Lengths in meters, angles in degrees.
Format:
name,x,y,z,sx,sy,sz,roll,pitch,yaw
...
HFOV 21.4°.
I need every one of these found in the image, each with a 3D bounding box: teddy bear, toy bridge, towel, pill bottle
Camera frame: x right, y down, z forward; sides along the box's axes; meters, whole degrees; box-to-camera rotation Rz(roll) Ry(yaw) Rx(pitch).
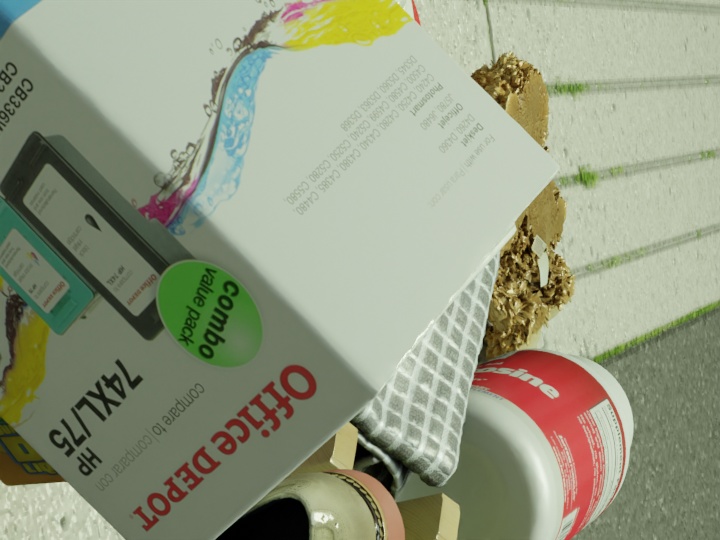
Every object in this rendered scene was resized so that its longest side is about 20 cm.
name,x,y,z,sx,sy,sz,roll,pitch,yaw
teddy bear,0.086,-0.033,1.192,0.146,0.066,0.201,-62,144,-36
toy bridge,-0.032,0.087,0.894,0.200,0.067,0.027,42,46,-39
towel,0.000,0.000,0.967,0.166,0.085,0.201,58,36,-40
pill bottle,0.088,0.107,1.089,0.200,0.111,0.113,-18,100,-64

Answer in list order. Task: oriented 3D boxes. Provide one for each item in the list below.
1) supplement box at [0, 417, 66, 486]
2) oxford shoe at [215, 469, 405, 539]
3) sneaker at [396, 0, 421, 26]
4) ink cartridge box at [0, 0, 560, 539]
name,x,y,z,sx,sy,sz,roll,pitch,yaw
supplement box,-0.101,-0.007,0.785,0.201,0.066,0.069,-69,144,-44
oxford shoe,-0.072,0.147,0.701,0.200,0.070,0.075,-51,155,8
sneaker,-0.052,-0.100,0.772,0.077,0.199,0.085,-46,131,-21
ink cartridge box,-0.067,-0.033,0.657,0.200,0.147,0.146,44,43,-2
